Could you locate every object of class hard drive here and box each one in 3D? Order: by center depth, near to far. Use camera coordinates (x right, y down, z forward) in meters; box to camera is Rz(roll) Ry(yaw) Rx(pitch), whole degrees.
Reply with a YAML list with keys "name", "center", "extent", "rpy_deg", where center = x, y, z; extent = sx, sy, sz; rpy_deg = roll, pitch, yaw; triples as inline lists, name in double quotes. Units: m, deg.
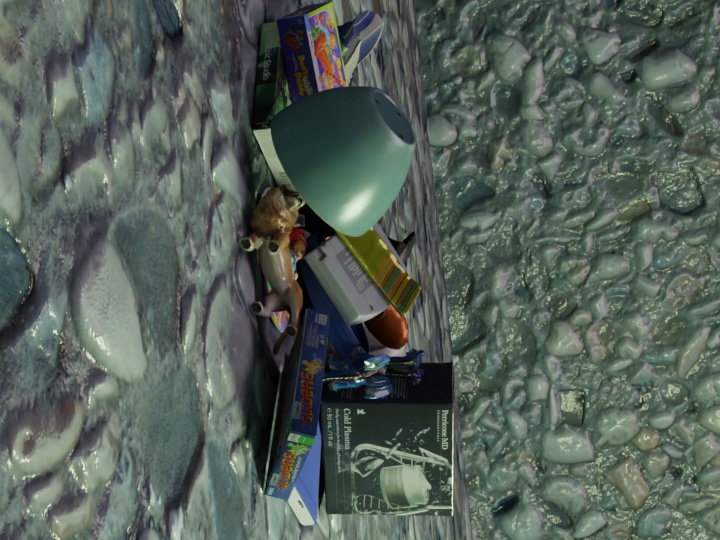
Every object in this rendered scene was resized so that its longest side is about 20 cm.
- name: "hard drive"
  center: [-0.081, 0.231, 1.579]
  extent: [0.133, 0.025, 0.202]
  rpy_deg: [70, 17, -52]

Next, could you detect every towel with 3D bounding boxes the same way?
- name: "towel"
  center: [0.017, -0.029, 1.662]
  extent: [0.201, 0.018, 0.086]
  rpy_deg: [52, 29, -12]

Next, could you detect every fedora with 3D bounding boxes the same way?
- name: "fedora"
  center: [0.016, -0.011, 1.977]
  extent: [0.202, 0.091, 0.201]
  rpy_deg: [-56, -176, 6]

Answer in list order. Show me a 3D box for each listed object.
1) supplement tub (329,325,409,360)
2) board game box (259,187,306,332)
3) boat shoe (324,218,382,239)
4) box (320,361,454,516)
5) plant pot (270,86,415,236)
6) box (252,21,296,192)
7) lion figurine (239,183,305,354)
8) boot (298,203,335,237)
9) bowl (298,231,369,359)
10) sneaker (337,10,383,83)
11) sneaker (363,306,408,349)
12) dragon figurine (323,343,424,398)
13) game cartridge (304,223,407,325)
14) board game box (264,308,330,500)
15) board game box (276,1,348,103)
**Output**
- name: "supplement tub"
  center: [0.024, 0.204, 1.836]
  extent: [0.145, 0.142, 0.203]
  rpy_deg: [-64, 147, -70]
- name: "board game box"
  center: [-0.098, -0.017, 1.578]
  extent: [0.158, 0.038, 0.204]
  rpy_deg: [24, 60, -78]
- name: "boat shoe"
  center: [-0.033, -0.067, 1.893]
  extent: [0.200, 0.068, 0.075]
  rpy_deg: [-39, 129, -53]
- name: "box"
  center: [0.044, 0.250, 1.697]
  extent: [0.124, 0.193, 0.203]
  rpy_deg: [-84, 172, -64]
- name: "plant pot"
  center: [-0.006, -0.168, 1.522]
  extent: [0.200, 0.134, 0.201]
  rpy_deg: [43, 26, -26]
- name: "box"
  center: [-0.113, -0.234, 1.635]
  extent: [0.145, 0.036, 0.203]
  rpy_deg: [68, 18, -55]
- name: "lion figurine"
  center: [-0.106, -0.005, 1.476]
  extent: [0.123, 0.071, 0.203]
  rpy_deg: [-57, 146, -72]
- name: "boot"
  center: [-0.053, -0.122, 1.798]
  extent: [0.201, 0.072, 0.153]
  rpy_deg: [61, 24, -56]
- name: "bowl"
  center: [-0.043, 0.041, 1.717]
  extent: [0.201, 0.039, 0.203]
  rpy_deg: [-23, 91, -85]
- name: "sneaker"
  center: [-0.054, -0.353, 1.789]
  extent: [0.080, 0.115, 0.199]
  rpy_deg: [-42, 179, -34]
- name: "sneaker"
  center: [0.007, 0.034, 1.744]
  extent: [0.202, 0.073, 0.077]
  rpy_deg: [59, 21, 5]
- name: "dragon figurine"
  center: [0.009, 0.144, 1.592]
  extent: [0.199, 0.098, 0.060]
  rpy_deg: [-12, 104, -49]
- name: "game cartridge"
  center: [0.000, 0.000, 1.662]
  extent: [0.134, 0.040, 0.200]
  rpy_deg: [54, 30, -2]
- name: "board game box"
  center: [-0.079, 0.167, 1.440]
  extent: [0.202, 0.034, 0.136]
  rpy_deg: [-85, -167, -47]
- name: "board game box"
  center: [-0.062, -0.282, 1.675]
  extent: [0.135, 0.044, 0.203]
  rpy_deg: [-52, 134, -63]
